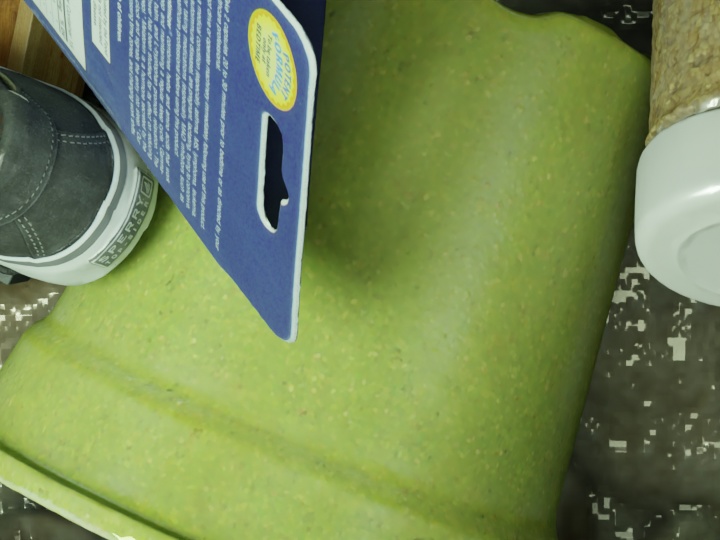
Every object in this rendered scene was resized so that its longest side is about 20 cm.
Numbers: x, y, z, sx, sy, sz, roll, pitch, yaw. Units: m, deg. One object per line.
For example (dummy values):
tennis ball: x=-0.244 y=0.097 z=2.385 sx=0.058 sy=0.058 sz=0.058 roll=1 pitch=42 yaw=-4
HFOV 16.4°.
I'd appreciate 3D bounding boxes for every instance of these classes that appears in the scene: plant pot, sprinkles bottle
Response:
plant pot: x=0.000 y=0.000 z=0.756 sx=0.200 sy=0.200 sz=0.185 roll=22 pitch=91 yaw=5
sprinkles bottle: x=0.116 y=-0.090 z=0.718 sx=0.068 sy=0.068 sz=0.201 roll=1 pitch=60 yaw=9

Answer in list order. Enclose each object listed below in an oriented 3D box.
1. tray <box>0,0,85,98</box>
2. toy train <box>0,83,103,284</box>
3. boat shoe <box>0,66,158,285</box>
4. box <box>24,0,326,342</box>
tray: x=-0.120 y=-0.125 z=0.787 sx=0.098 sy=0.037 sz=0.201 roll=27 pitch=114 yaw=31
toy train: x=-0.084 y=-0.089 z=0.823 sx=0.046 sy=0.034 sz=0.201 roll=32 pitch=104 yaw=15
boat shoe: x=-0.146 y=-0.044 z=0.736 sx=0.200 sy=0.066 sz=0.070 roll=23 pitch=85 yaw=42
box: x=-0.057 y=-0.087 z=0.653 sx=0.032 sy=0.121 sz=0.200 roll=-24 pitch=58 yaw=-22
